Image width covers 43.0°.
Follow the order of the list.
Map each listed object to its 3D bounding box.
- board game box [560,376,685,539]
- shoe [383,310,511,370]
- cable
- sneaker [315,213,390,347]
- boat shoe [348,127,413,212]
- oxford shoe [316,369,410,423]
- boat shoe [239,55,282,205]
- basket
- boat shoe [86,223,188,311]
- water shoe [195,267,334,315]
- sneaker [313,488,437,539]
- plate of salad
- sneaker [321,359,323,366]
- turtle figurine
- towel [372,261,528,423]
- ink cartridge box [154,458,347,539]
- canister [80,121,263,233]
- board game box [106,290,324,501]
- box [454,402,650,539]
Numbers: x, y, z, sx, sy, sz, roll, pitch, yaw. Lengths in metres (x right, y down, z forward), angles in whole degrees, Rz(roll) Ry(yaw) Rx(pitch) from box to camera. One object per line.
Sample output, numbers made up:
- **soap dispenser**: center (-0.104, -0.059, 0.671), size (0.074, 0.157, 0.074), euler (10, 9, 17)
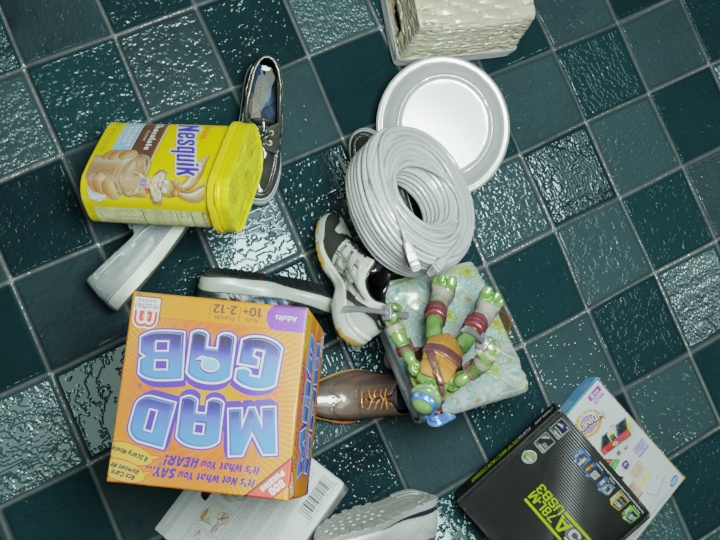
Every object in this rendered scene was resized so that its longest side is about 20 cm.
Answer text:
- **board game box**: center (0.351, 0.281, 1.319), size (0.153, 0.040, 0.201), euler (-43, 94, -15)
- **shoe**: center (0.120, 0.099, 1.287), size (0.196, 0.054, 0.071), euler (-14, 62, -19)
- **cable**: center (0.069, -0.091, 1.211), size (0.198, 0.069, 0.203), euler (-26, 85, -47)
- **sneaker**: center (0.000, 0.000, 1.217), size (0.087, 0.075, 0.203), euler (-31, 57, 23)
- **boat shoe**: center (0.036, -0.105, 1.275), size (0.067, 0.057, 0.204), euler (-23, 90, 13)
- **oxford shoe**: center (0.018, 0.167, 1.236), size (0.195, 0.073, 0.073), euler (-4, 84, -14)
- **boat shoe**: center (-0.138, -0.194, 1.247), size (0.067, 0.057, 0.205), euler (3, 82, -13)
- **basket**: center (0.140, -0.386, 1.315), size (0.195, 0.123, 0.139), euler (-9, 84, -14)
- **boat shoe**: center (-0.279, -0.045, 1.194), size (0.071, 0.070, 0.202), euler (39, 77, -7)
- **water shoe**: center (-0.123, 0.049, 1.231), size (0.195, 0.072, 0.081), euler (10, 102, -8)
- **sneaker**: center (0.026, 0.349, 1.192), size (0.196, 0.076, 0.083), euler (-5, 100, -35)
- **plate of salad**: center (0.118, -0.205, 1.320), size (0.195, 0.048, 0.206), euler (0, 89, -6)
- **sneaker**: center (-0.104, 0.195, 1.182), size (0.078, 0.066, 0.201), euler (38, 79, 18)
- **turtle figurine**: center (0.105, 0.065, 1.117), size (0.203, 0.142, 0.195), euler (61, 35, -22)
- **towel**: center (0.115, 0.092, 1.230), size (0.168, 0.048, 0.203), euler (-14, 64, -17)
- **ink cartridge box**: center (-0.142, 0.313, 1.195), size (0.172, 0.044, 0.201), euler (33, 75, 19)
- **canister**: center (-0.236, -0.122, 1.156), size (0.195, 0.088, 0.151), euler (3, 49, 11)
- **board game box**: center (-0.155, 0.148, 1.056), size (0.195, 0.200, 0.205), euler (5, 79, 4)
- **box**: center (0.263, 0.321, 1.258), size (0.193, 0.048, 0.201), euler (-41, 94, 4)
